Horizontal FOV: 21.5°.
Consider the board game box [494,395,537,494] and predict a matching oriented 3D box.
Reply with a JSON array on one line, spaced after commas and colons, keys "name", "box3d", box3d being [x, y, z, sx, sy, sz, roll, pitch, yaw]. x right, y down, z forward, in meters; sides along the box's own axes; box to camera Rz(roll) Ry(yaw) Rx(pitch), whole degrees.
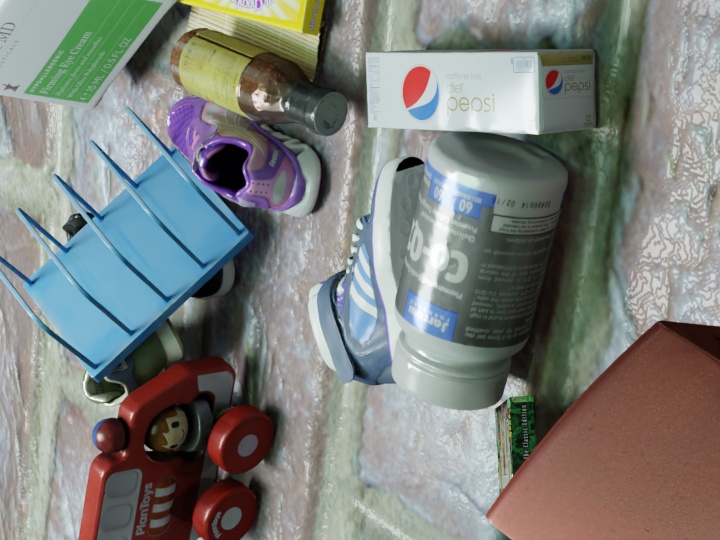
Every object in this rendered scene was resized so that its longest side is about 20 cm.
[{"name": "board game box", "box3d": [0.121, 0.153, 1.462, 0.200, 0.023, 0.106, 81, -176, -83]}]

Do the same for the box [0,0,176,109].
[{"name": "box", "box3d": [-0.303, -0.299, 1.830, 0.199, 0.170, 0.201, -43, 51, 43]}]

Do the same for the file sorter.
[{"name": "file sorter", "box3d": [-0.230, -0.030, 1.751, 0.200, 0.123, 0.139, -42, 58, -1]}]

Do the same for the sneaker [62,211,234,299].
[{"name": "sneaker", "box3d": [-0.221, -0.009, 1.858, 0.199, 0.111, 0.074, 20, 114, 46]}]

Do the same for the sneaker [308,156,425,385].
[{"name": "sneaker", "box3d": [0.000, 0.000, 1.631, 0.146, 0.080, 0.202, 6, 107, 44]}]

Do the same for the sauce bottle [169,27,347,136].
[{"name": "sauce bottle", "box3d": [-0.091, -0.166, 1.700, 0.199, 0.066, 0.067, 29, 117, 44]}]

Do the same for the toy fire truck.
[{"name": "toy fire truck", "box3d": [-0.187, 0.184, 1.811, 0.112, 0.167, 0.202, 33, 120, 40]}]

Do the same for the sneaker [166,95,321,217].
[{"name": "sneaker", "box3d": [-0.126, -0.111, 1.750, 0.200, 0.088, 0.081, 33, 119, 41]}]

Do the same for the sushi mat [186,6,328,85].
[{"name": "sushi mat", "box3d": [-0.102, -0.211, 1.763, 0.199, 0.012, 0.097, 27, 117, 43]}]

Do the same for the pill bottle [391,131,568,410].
[{"name": "pill bottle", "box3d": [0.089, 0.001, 1.506, 0.113, 0.113, 0.202, 32, 119, 41]}]

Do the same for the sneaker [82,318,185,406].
[{"name": "sneaker", "box3d": [-0.237, 0.099, 1.864, 0.067, 0.089, 0.200, 60, 158, 7]}]

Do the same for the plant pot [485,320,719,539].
[{"name": "plant pot", "box3d": [0.241, 0.144, 1.297, 0.199, 0.199, 0.177, 34, 106, 32]}]

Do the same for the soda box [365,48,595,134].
[{"name": "soda box", "box3d": [0.093, -0.145, 1.510, 0.199, 0.068, 0.064, 8, 103, 48]}]

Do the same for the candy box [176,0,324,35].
[{"name": "candy box", "box3d": [-0.099, -0.280, 1.727, 0.199, 0.026, 0.103, 20, 104, 45]}]
